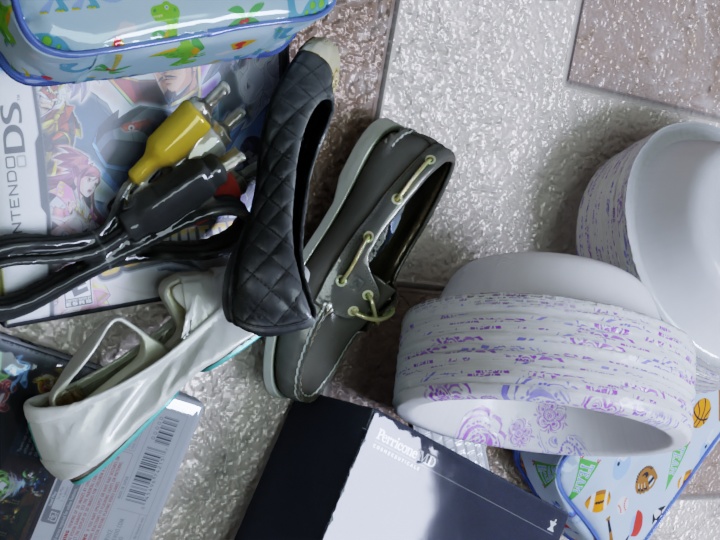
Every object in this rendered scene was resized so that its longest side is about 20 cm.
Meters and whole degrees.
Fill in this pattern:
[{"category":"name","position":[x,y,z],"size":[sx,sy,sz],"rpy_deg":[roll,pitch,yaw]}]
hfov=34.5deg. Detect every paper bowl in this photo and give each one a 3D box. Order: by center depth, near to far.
[{"category":"paper bowl","position":[0.125,0.057,0.785],"size":[0.199,0.199,0.106],"rpy_deg":[20,68,-33]},{"category":"paper bowl","position":[0.269,-0.015,0.879],"size":[0.198,0.104,0.204],"rpy_deg":[10,69,-27]}]

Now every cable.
[{"category":"cable","position":[-0.142,-0.025,0.687],"size":[0.198,0.050,0.098],"rpy_deg":[-31,134,-9]}]

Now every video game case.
[{"category":"video game case","position":[-0.132,-0.071,0.708],"size":[0.197,0.025,0.184],"rpy_deg":[-10,106,-30]},{"category":"video game case","position":[-0.211,0.148,0.714],"size":[0.180,0.023,0.203],"rpy_deg":[23,90,-34]}]

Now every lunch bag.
[{"category":"lunch bag","position":[-0.117,-0.194,0.640],"size":[0.198,0.082,0.163],"rpy_deg":[-16,92,-29]},{"category":"lunch bag","position":[0.218,0.135,0.948],"size":[0.200,0.075,0.161],"rpy_deg":[-47,123,-15]}]

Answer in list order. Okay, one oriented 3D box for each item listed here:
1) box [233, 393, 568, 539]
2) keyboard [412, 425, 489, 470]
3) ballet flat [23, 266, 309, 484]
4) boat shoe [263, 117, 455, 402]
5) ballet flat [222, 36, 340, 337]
[{"category":"box","position":[0.019,0.210,0.803],"size":[0.199,0.104,0.184],"rpy_deg":[32,76,-30]},{"category":"keyboard","position":[0.080,0.180,0.910],"size":[0.056,0.011,0.203],"rpy_deg":[-24,113,-25]},{"category":"ballet flat","position":[-0.117,0.043,0.699],"size":[0.199,0.069,0.070],"rpy_deg":[-40,119,-15]},{"category":"boat shoe","position":[-0.001,-0.001,0.775],"size":[0.204,0.060,0.072],"rpy_deg":[-65,153,-3]},{"category":"ballet flat","position":[-0.035,-0.052,0.697],"size":[0.067,0.056,0.203],"rpy_deg":[71,27,-63]}]
